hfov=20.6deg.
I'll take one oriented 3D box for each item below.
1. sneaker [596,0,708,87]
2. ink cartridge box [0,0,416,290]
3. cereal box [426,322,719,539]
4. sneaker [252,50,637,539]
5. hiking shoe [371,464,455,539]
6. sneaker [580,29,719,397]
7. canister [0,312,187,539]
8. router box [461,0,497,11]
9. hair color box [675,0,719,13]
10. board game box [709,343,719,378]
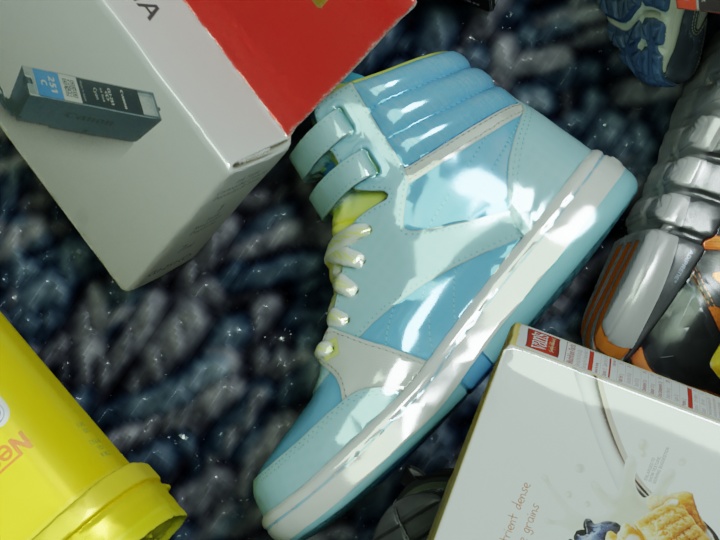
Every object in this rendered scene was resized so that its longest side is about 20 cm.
[{"bbox_3d":[0.149,-0.169,0.780,0.085,0.077,0.201,6,100,-15],"label":"sneaker"},{"bbox_3d":[-0.097,-0.120,0.765,0.200,0.045,0.176,52,132,7],"label":"ink cartridge box"},{"bbox_3d":[0.118,0.119,0.671,0.199,0.040,0.145,19,105,4],"label":"cereal box"},{"bbox_3d":[0.000,0.000,0.781,0.130,0.080,0.200,42,80,5],"label":"sneaker"},{"bbox_3d":[0.104,0.117,0.747,0.199,0.101,0.076,23,109,1],"label":"hiking shoe"},{"bbox_3d":[0.175,-0.032,0.777,0.112,0.078,0.201,27,89,-4],"label":"sneaker"},{"bbox_3d":[-0.189,0.071,0.787,0.148,0.087,0.200,-42,82,0],"label":"canister"},{"bbox_3d":[-0.008,-0.218,0.810,0.199,0.052,0.158,23,87,7],"label":"router box"},{"bbox_3d":[0.200,-0.162,0.715,0.199,0.064,0.112,-17,109,-36],"label":"hair color box"},{"bbox_3d":[0.204,-0.008,0.730,0.096,0.030,0.200,48,61,-21],"label":"board game box"}]
